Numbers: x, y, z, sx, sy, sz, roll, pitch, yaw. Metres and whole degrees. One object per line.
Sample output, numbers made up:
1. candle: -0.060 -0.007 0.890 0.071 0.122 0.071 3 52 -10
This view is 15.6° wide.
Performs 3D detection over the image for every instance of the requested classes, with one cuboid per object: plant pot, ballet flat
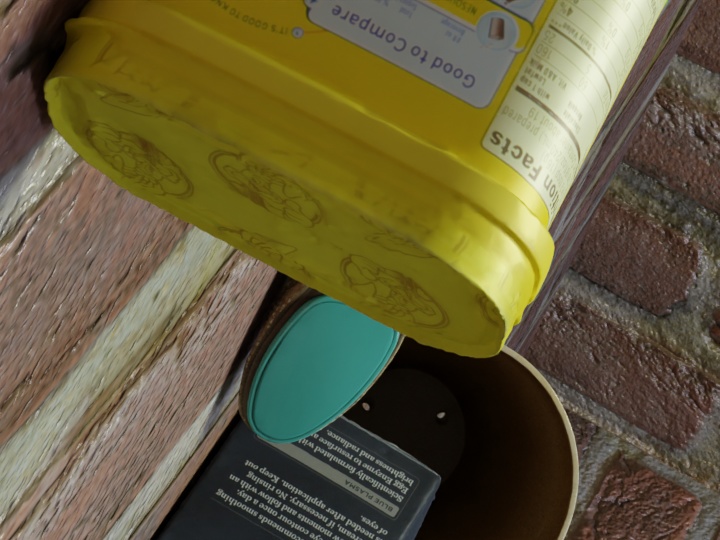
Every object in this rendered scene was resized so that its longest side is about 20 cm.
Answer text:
1. plant pot: 0.037 0.122 1.729 0.187 0.186 0.200 -61 -174 1
2. ballet flat: 0.000 0.000 1.329 0.200 0.070 0.065 -53 -155 25

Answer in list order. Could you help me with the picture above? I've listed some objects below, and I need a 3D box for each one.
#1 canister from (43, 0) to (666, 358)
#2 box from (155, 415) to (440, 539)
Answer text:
1. canister: 0.022 -0.097 0.757 0.201 0.148 0.087 -61 173 -17
2. box: -0.067 0.204 1.454 0.200 0.117 0.197 -55 171 -37
